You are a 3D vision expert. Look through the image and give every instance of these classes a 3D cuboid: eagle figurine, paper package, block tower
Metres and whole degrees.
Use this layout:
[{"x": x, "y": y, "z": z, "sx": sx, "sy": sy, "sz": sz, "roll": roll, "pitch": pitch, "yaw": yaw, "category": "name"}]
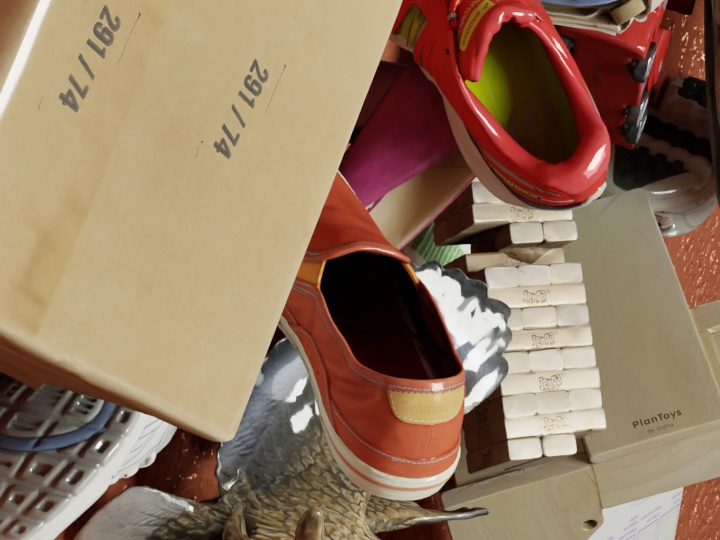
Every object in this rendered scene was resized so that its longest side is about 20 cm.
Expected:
[{"x": -0.015, "y": 0.105, "z": 1.230, "sx": 0.151, "sy": 0.151, "sz": 0.200, "roll": 54, "pitch": 35, "yaw": -18, "category": "eagle figurine"}, {"x": -0.097, "y": -0.065, "z": 0.994, "sx": 0.190, "sy": 0.103, "sz": 0.201, "roll": 32, "pitch": 76, "yaw": -50, "category": "paper package"}, {"x": 0.070, "y": -0.008, "z": 1.333, "sx": 0.054, "sy": 0.058, "sz": 0.201, "roll": -4, "pitch": 81, "yaw": -22, "category": "block tower"}]

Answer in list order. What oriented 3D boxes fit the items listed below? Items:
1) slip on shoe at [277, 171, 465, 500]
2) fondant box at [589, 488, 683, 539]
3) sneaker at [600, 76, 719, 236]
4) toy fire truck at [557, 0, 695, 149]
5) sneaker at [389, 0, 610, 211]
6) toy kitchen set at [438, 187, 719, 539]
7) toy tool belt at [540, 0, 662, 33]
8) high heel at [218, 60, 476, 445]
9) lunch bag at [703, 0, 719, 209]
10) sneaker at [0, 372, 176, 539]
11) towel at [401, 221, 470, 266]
[{"x": -0.004, "y": 0.005, "z": 1.163, "sx": 0.074, "sy": 0.200, "sz": 0.061, "roll": -1, "pitch": 132, "yaw": -24, "category": "slip on shoe"}, {"x": 0.132, "y": 0.186, "z": 1.660, "sx": 0.144, "sy": 0.058, "sz": 0.201, "roll": -20, "pitch": 121, "yaw": -58, "category": "fondant box"}, {"x": 0.177, "y": -0.052, "z": 1.593, "sx": 0.200, "sy": 0.075, "sz": 0.081, "roll": -27, "pitch": 142, "yaw": -64, "category": "sneaker"}, {"x": 0.141, "y": -0.141, "z": 1.432, "sx": 0.200, "sy": 0.048, "sz": 0.142, "roll": 79, "pitch": 29, "yaw": -73, "category": "toy fire truck"}, {"x": 0.047, "y": -0.114, "z": 1.194, "sx": 0.077, "sy": 0.200, "sz": 0.085, "roll": -38, "pitch": -176, "yaw": -6, "category": "sneaker"}, {"x": 0.135, "y": 0.083, "z": 1.461, "sx": 0.181, "sy": 0.199, "sz": 0.164, "roll": 73, "pitch": 2, "yaw": -47, "category": "toy kitchen set"}, {"x": 0.110, "y": -0.167, "z": 1.264, "sx": 0.123, "sy": 0.199, "sz": 0.126, "roll": -20, "pitch": 114, "yaw": -61, "category": "toy tool belt"}, {"x": 0.000, "y": 0.000, "z": 1.254, "sx": 0.067, "sy": 0.096, "sz": 0.201, "roll": 18, "pitch": 89, "yaw": -64, "category": "high heel"}, {"x": 0.243, "y": -0.102, "z": 1.495, "sx": 0.200, "sy": 0.117, "sz": 0.165, "roll": 37, "pitch": 50, "yaw": -79, "category": "lunch bag"}, {"x": -0.101, "y": 0.055, "z": 1.121, "sx": 0.200, "sy": 0.074, "sz": 0.087, "roll": -53, "pitch": 152, "yaw": -34, "category": "sneaker"}, {"x": 0.056, "y": -0.006, "z": 1.445, "sx": 0.201, "sy": 0.023, "sz": 0.153, "roll": -65, "pitch": 152, "yaw": -15, "category": "towel"}]
